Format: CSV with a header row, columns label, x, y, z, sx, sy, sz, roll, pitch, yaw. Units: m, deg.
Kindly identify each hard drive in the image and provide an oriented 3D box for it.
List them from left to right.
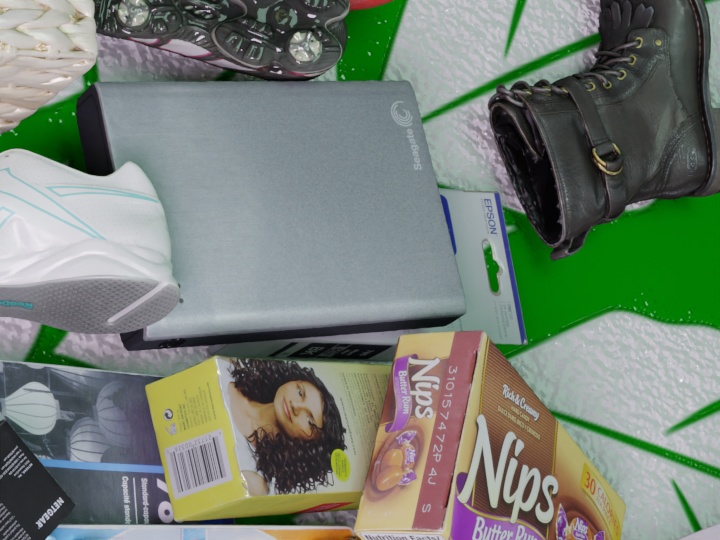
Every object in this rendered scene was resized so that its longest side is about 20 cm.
label,x,y,z,sx,sy,sz,roll,pitch,yaw
hard drive,-0.045,-0.032,1.198,0.199,0.033,0.140,-3,72,-34

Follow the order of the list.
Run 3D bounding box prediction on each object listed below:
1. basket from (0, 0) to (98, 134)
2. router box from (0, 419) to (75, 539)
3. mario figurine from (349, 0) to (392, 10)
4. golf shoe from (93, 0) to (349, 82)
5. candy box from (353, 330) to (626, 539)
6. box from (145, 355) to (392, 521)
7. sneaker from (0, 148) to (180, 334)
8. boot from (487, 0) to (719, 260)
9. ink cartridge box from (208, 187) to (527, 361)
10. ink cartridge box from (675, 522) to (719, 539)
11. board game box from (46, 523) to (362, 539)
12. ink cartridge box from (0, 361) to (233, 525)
label,x,y,z,sx,sy,sz,roll,pitch,yaw
basket,-0.237,-0.140,1.084,0.199,0.135,0.124,-2,74,-37
router box,-0.226,0.160,0.920,0.052,0.157,0.200,51,37,-8
mario figurine,-0.038,-0.225,1.284,0.199,0.106,0.124,24,88,-19
golf shoe,-0.105,-0.147,1.232,0.199,0.088,0.077,21,78,-3
candy box,0.074,0.131,1.196,0.200,0.056,0.117,51,44,-47
box,-0.025,0.087,1.158,0.200,0.050,0.076,4,68,-58
sneaker,-0.189,-0.016,1.092,0.199,0.070,0.081,2,61,-15
boot,0.147,-0.115,1.404,0.174,0.069,0.201,-12,81,-40
ink cartridge box,0.000,0.000,1.264,0.199,0.039,0.100,4,68,-34
ink cartridge box,0.244,0.206,1.288,0.199,0.146,0.085,9,64,-35
board game box,-0.079,0.224,1.079,0.199,0.026,0.201,5,84,-36
ink cartridge box,-0.139,0.099,1.107,0.199,0.039,0.100,7,66,-35
